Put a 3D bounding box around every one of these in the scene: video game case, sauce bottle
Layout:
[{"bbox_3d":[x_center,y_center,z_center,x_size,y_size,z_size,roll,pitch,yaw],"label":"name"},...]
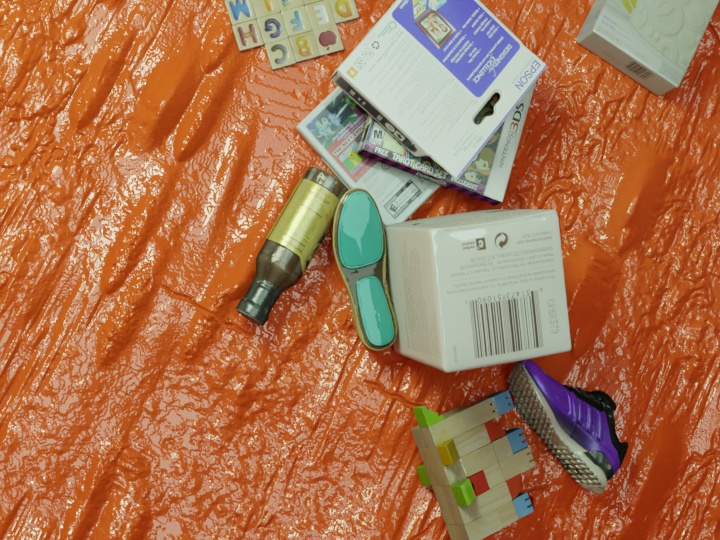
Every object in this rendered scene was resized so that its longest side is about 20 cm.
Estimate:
[{"bbox_3d":[0.046,-0.181,1.609,0.200,0.023,0.183,-44,97,-13],"label":"video game case"},{"bbox_3d":[0.112,-0.201,1.597,0.198,0.036,0.184,20,80,-12],"label":"video game case"},{"bbox_3d":[-0.087,-0.028,1.539,0.064,0.065,0.202,32,80,-10],"label":"sauce bottle"}]

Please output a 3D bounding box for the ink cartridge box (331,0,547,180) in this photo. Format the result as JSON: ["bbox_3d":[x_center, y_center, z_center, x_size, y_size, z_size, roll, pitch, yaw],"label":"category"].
[{"bbox_3d":[0.099,-0.245,1.556,0.200,0.043,0.199,41,76,-5],"label":"ink cartridge box"}]

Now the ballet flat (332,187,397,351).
[{"bbox_3d":[0.000,0.000,1.556,0.068,0.063,0.203,-8,92,-12],"label":"ballet flat"}]

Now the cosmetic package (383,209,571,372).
[{"bbox_3d":[0.134,0.018,1.513,0.162,0.200,0.168,-8,96,-16],"label":"cosmetic package"}]

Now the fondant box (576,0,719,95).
[{"bbox_3d":[0.399,-0.362,1.700,0.143,0.058,0.202,30,77,-10],"label":"fondant box"}]

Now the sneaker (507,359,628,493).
[{"bbox_3d":[0.273,0.180,1.618,0.099,0.069,0.201,-41,100,-21],"label":"sneaker"}]

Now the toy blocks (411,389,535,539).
[{"bbox_3d":[0.154,0.243,1.572,0.135,0.100,0.203,-20,90,-27],"label":"toy blocks"}]

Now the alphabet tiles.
[{"bbox_3d":[-0.096,-0.363,1.594,0.164,0.006,0.203,-18,90,-16],"label":"alphabet tiles"}]
